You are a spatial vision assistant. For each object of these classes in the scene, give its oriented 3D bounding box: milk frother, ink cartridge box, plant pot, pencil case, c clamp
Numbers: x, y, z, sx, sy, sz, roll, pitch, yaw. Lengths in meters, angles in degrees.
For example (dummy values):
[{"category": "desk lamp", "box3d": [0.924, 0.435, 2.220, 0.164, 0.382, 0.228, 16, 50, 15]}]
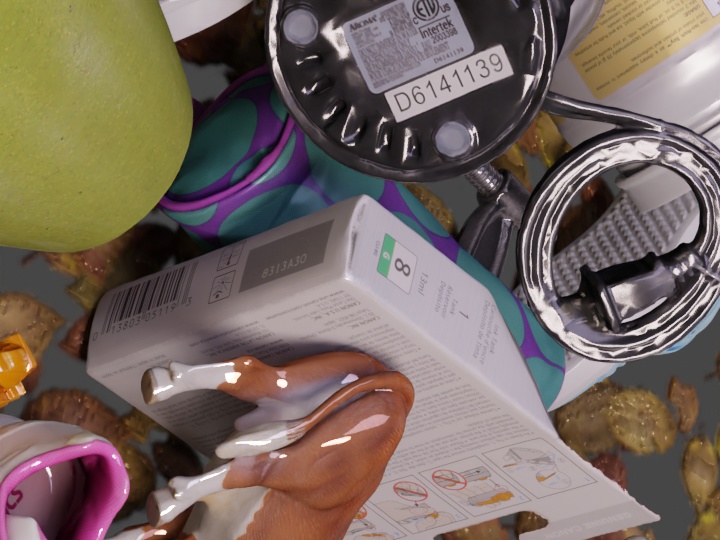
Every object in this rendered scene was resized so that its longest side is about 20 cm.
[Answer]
[{"category": "milk frother", "box3d": [0.072, -0.077, 1.249, 0.188, 0.180, 0.200, -53, 136, -70]}, {"category": "ink cartridge box", "box3d": [0.008, 0.056, 1.251, 0.200, 0.161, 0.050, 36, 51, -33]}, {"category": "plant pot", "box3d": [-0.152, -0.090, 1.088, 0.200, 0.187, 0.187, 41, 54, -52]}, {"category": "pencil case", "box3d": [0.000, 0.000, 1.291, 0.085, 0.092, 0.200, -47, 122, -3]}, {"category": "c clamp", "box3d": [0.021, -0.051, 1.386, 0.200, 0.027, 0.171, 38, 63, -33]}]

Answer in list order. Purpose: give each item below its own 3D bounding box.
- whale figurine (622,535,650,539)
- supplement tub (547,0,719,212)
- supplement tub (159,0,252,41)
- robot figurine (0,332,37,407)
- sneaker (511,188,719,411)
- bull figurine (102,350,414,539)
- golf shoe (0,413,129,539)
[{"category": "whale figurine", "box3d": [0.105, 0.221, 1.317, 0.104, 0.159, 0.200, 23, 67, 2]}, {"category": "supplement tub", "box3d": [0.127, -0.144, 1.395, 0.145, 0.145, 0.200, -37, 95, -41]}, {"category": "supplement tub", "box3d": [-0.113, -0.201, 1.190, 0.145, 0.145, 0.200, -50, 128, -37]}, {"category": "robot figurine", "box3d": [-0.216, 0.028, 1.098, 0.200, 0.058, 0.145, -19, 81, -55]}, {"category": "sneaker", "box3d": [0.136, 0.020, 1.445, 0.200, 0.074, 0.082, -43, 127, -29]}, {"category": "bull figurine", "box3d": [-0.049, 0.104, 1.210, 0.121, 0.200, 0.065, -2, 46, -29]}, {"category": "golf shoe", "box3d": [-0.158, 0.133, 1.133, 0.075, 0.091, 0.200, 46, 56, -28]}]
